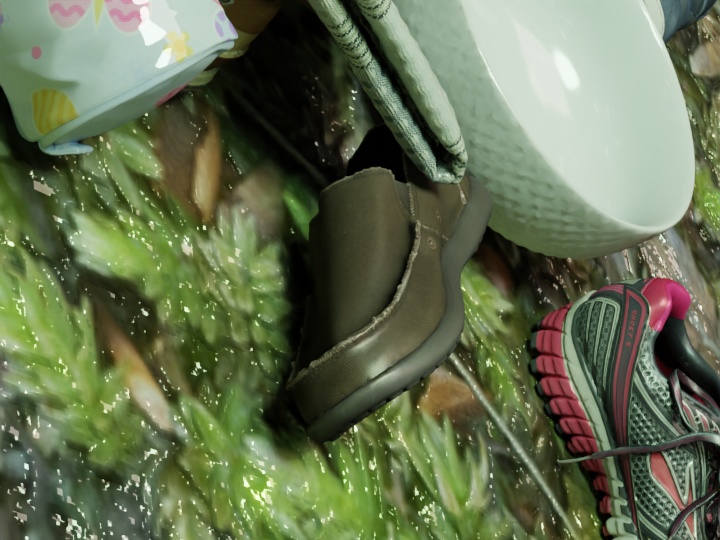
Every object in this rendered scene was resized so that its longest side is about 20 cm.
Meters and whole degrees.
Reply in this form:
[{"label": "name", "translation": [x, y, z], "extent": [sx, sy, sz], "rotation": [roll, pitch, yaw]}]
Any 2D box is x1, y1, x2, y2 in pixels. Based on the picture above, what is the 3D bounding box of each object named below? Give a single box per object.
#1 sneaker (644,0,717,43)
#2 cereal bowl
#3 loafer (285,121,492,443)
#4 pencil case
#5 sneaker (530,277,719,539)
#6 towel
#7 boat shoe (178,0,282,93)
[{"label": "sneaker", "translation": [0.145, -0.226, 1.283], "extent": [0.146, 0.077, 0.203], "rotation": [-32, 103, -47]}, {"label": "cereal bowl", "translation": [0.075, -0.092, 1.087], "extent": [0.200, 0.083, 0.201], "rotation": [35, 41, -36]}, {"label": "loafer", "translation": [0.000, 0.000, 0.932], "extent": [0.071, 0.073, 0.200], "rotation": [48, 25, -14]}, {"label": "pencil case", "translation": [-0.128, -0.145, 0.827], "extent": [0.201, 0.090, 0.083], "rotation": [60, -7, -4]}, {"label": "sneaker", "translation": [0.152, 0.101, 1.063], "extent": [0.081, 0.074, 0.201], "rotation": [-24, 87, -58]}, {"label": "towel", "translation": [-0.026, -0.155, 0.934], "extent": [0.200, 0.034, 0.193], "rotation": [54, 7, -43]}, {"label": "boat shoe", "translation": [-0.100, -0.170, 0.900], "extent": [0.200, 0.074, 0.076], "rotation": [55, 32, -12]}]
